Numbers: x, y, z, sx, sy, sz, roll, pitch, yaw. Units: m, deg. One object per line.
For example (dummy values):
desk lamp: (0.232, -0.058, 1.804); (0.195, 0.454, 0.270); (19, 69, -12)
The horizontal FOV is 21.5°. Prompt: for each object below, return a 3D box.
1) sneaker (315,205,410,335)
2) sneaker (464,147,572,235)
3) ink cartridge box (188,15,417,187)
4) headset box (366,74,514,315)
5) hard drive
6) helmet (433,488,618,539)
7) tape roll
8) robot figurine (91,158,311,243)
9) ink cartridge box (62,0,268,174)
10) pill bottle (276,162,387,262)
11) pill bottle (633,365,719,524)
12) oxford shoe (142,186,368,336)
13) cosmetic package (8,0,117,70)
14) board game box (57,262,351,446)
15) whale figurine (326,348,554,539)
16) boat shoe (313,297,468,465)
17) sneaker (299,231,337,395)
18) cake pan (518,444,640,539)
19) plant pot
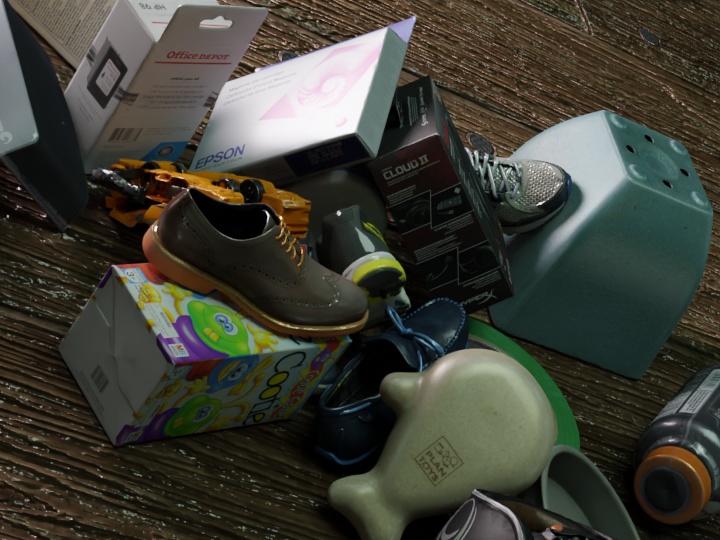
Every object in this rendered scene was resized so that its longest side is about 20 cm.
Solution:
sneaker: (0.000, 0.000, 1.671); (0.074, 0.200, 0.085); (-20, 76, -11)
sneaker: (0.110, -0.084, 1.889); (0.085, 0.198, 0.078); (44, 49, -62)
ink cartridge box: (-0.055, -0.160, 1.773); (0.043, 0.195, 0.201); (51, 38, -35)
headset box: (0.068, -0.077, 1.775); (0.149, 0.077, 0.201); (-92, 158, -64)
hard drive: (-0.289, -0.145, 1.631); (0.135, 0.042, 0.201); (58, 9, -54)
helmet: (0.119, 0.279, 1.425); (0.198, 0.192, 0.200); (21, 0, 0)
tape roll: (0.107, 0.127, 1.739); (0.199, 0.048, 0.201); (26, 34, -19)
robot figurine: (-0.144, -0.059, 1.643); (0.144, 0.059, 0.199); (1, 9, -43)
ink cartridge box: (-0.182, -0.181, 1.698); (0.115, 0.200, 0.067); (-5, 50, -48)
pill bottle: (-0.036, -0.104, 1.829); (0.113, 0.114, 0.201); (23, 34, -22)
pill bottle: (0.330, 0.175, 1.847); (0.106, 0.106, 0.200); (43, 33, 8)
oxford shoe: (-0.070, -0.006, 1.508); (0.199, 0.073, 0.072); (21, 35, -26)
cosmetic package: (-0.278, -0.280, 1.821); (0.200, 0.105, 0.071); (45, 31, 9)
board game box: (-0.124, 0.060, 1.539); (0.199, 0.103, 0.105); (-5, 51, -48)
whale figurine: (0.065, 0.154, 1.579); (0.160, 0.200, 0.104); (51, -10, 1)
boat shoe: (0.034, 0.085, 1.628); (0.084, 0.069, 0.200); (16, 46, 26)
sneaker: (-0.065, 0.015, 1.674); (0.075, 0.085, 0.201); (2, 47, -43)
cake pan: (0.194, 0.248, 1.619); (0.200, 0.037, 0.201); (46, 29, -35)
plant pot: (0.249, -0.046, 1.959); (0.194, 0.200, 0.197); (19, 36, -26)
